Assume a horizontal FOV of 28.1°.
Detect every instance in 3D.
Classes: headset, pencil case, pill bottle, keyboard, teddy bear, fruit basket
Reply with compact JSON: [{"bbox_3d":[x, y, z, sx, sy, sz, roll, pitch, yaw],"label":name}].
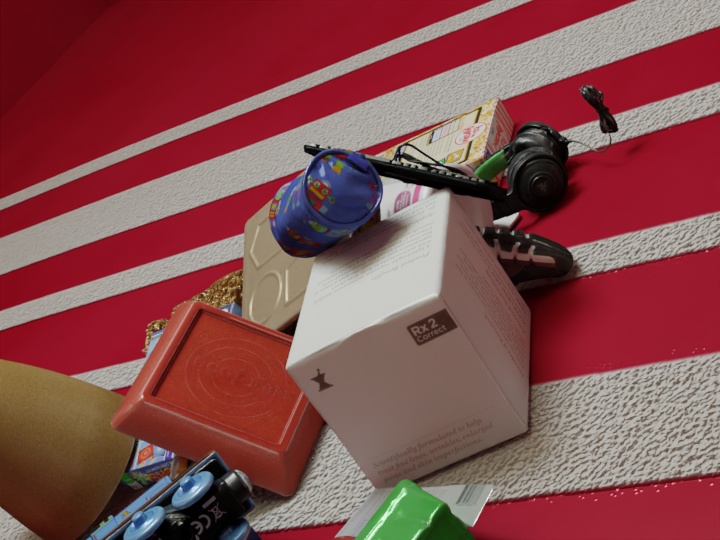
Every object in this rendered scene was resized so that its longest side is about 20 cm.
[{"bbox_3d":[0.192,-0.129,1.600,0.198,0.094,0.124,-25,26,23],"label":"headset"},{"bbox_3d":[-0.036,-0.066,1.410,0.088,0.077,0.200,-63,9,-13],"label":"pencil case"},{"bbox_3d":[0.040,-0.047,1.598,0.199,0.114,0.114,-10,34,46],"label":"pill bottle"},{"bbox_3d":[0.050,-0.108,1.423,0.198,0.104,0.040,15,89,23],"label":"keyboard"},{"bbox_3d":[-0.190,0.063,1.800,0.199,0.067,0.145,-28,-4,25],"label":"teddy bear"},{"bbox_3d":[0.011,0.251,1.183,0.186,0.094,0.200,-49,11,-27],"label":"fruit basket"}]

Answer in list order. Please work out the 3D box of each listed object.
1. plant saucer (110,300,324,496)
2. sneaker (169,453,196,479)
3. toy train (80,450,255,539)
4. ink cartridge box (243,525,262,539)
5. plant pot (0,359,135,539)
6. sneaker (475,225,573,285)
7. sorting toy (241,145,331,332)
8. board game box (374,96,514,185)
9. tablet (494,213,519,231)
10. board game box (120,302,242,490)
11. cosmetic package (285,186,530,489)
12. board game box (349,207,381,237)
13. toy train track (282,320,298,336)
[{"bbox_3d":[-0.129,0.118,1.488,0.201,0.197,0.037,-65,-6,-49],"label":"plant saucer"},{"bbox_3d":[-0.155,0.187,1.502,0.078,0.076,0.202,121,160,-58],"label":"sneaker"},{"bbox_3d":[-0.188,0.250,1.334,0.199,0.087,0.114,-39,17,-11],"label":"toy train"},{"bbox_3d":[-0.195,0.339,1.329,0.198,0.041,0.200,-24,26,27],"label":"ink cartridge box"},{"bbox_3d":[-0.385,0.181,1.622,0.186,0.199,0.188,-40,30,29],"label":"plant pot"},{"bbox_3d":[0.114,0.017,1.473,0.197,0.117,0.076,7,16,9],"label":"sneaker"},{"bbox_3d":[-0.077,-0.015,1.616,0.200,0.036,0.187,-42,39,44],"label":"sorting toy"},{"bbox_3d":[0.089,-0.125,1.794,0.198,0.046,0.152,-23,26,28],"label":"board game box"},{"bbox_3d":[0.083,0.000,1.613,0.200,0.014,0.129,-49,26,-25],"label":"tablet"},{"bbox_3d":[-0.201,0.142,1.643,0.134,0.034,0.202,-20,43,32],"label":"board game box"},{"bbox_3d":[0.052,0.063,1.346,0.164,0.166,0.201,-26,25,22],"label":"cosmetic package"},{"bbox_3d":[0.000,0.000,1.516,0.030,0.202,0.096,6,35,-7],"label":"board game box"},{"bbox_3d":[-0.102,0.092,1.657,0.198,0.033,0.115,-23,36,26],"label":"toy train track"}]
